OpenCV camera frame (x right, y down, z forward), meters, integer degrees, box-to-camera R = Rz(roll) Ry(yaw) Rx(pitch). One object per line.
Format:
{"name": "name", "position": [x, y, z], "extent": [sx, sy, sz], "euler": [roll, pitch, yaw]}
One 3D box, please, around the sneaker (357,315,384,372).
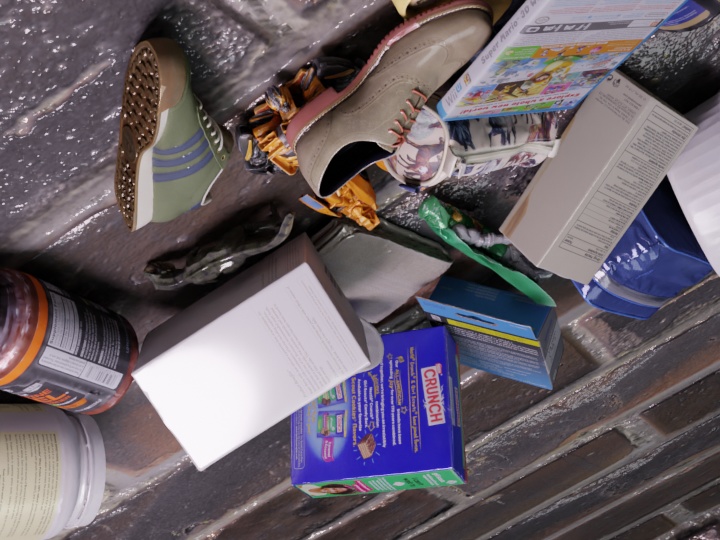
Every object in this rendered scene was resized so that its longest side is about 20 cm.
{"name": "sneaker", "position": [-0.080, 0.087, 1.201], "extent": [0.196, 0.075, 0.116], "euler": [7, 159, -14]}

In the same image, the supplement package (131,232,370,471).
{"name": "supplement package", "position": [-0.105, 0.076, 1.058], "extent": [0.198, 0.120, 0.122], "euler": [-31, 106, 5]}

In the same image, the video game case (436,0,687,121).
{"name": "video game case", "position": [0.162, -0.177, 0.825], "extent": [0.141, 0.018, 0.200], "euler": [-10, 161, -29]}

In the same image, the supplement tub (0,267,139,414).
{"name": "supplement tub", "position": [-0.306, 0.063, 1.005], "extent": [0.106, 0.108, 0.199], "euler": [-33, 148, 17]}

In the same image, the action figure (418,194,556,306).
{"name": "action figure", "position": [0.132, -0.033, 1.172], "extent": [0.199, 0.118, 0.055], "euler": [26, 103, -41]}

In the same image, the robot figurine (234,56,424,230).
{"name": "robot figurine", "position": [-0.019, -0.111, 0.970], "extent": [0.144, 0.059, 0.199], "euler": [-37, 147, 18]}

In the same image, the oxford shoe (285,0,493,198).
{"name": "oxford shoe", "position": [0.031, -0.130, 0.846], "extent": [0.199, 0.076, 0.070], "euler": [-38, 145, 24]}

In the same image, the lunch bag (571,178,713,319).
{"name": "lunch bag", "position": [0.307, -0.028, 1.241], "extent": [0.132, 0.137, 0.198], "euler": [-40, 147, 28]}

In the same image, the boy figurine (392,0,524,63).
{"name": "boy figurine", "position": [0.090, -0.215, 0.880], "extent": [0.123, 0.065, 0.199], "euler": [-31, 151, 26]}

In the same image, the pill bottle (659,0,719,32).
{"name": "pill bottle", "position": [0.210, -0.266, 0.831], "extent": [0.198, 0.113, 0.112], "euler": [12, 135, -44]}

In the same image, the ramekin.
{"name": "ramekin", "position": [0.396, -0.088, 1.154], "extent": [0.097, 0.203, 0.200], "euler": [-26, 151, 22]}

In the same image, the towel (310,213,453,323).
{"name": "towel", "position": [0.000, 0.000, 1.182], "extent": [0.132, 0.035, 0.199], "euler": [-38, 147, 25]}

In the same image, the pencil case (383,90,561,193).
{"name": "pencil case", "position": [0.103, -0.121, 0.968], "extent": [0.198, 0.090, 0.078], "euler": [-15, 145, -48]}

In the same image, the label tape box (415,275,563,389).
{"name": "label tape box", "position": [0.158, 0.062, 1.277], "extent": [0.142, 0.064, 0.201], "euler": [14, 159, 22]}

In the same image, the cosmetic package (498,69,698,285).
{"name": "cosmetic package", "position": [0.242, -0.093, 1.102], "extent": [0.104, 0.071, 0.201], "euler": [17, 113, -45]}

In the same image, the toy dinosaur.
{"name": "toy dinosaur", "position": [-0.117, -0.022, 1.032], "extent": [0.198, 0.048, 0.088], "euler": [-23, -173, 32]}

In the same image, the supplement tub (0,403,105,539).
{"name": "supplement tub", "position": [-0.387, 0.216, 1.147], "extent": [0.198, 0.147, 0.145], "euler": [6, 140, -38]}

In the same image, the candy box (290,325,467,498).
{"name": "candy box", "position": [0.021, 0.169, 1.271], "extent": [0.196, 0.172, 0.077], "euler": [-9, 156, 18]}

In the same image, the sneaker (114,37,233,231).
{"name": "sneaker", "position": [-0.146, -0.114, 0.885], "extent": [0.089, 0.068, 0.201], "euler": [-14, 149, -29]}
